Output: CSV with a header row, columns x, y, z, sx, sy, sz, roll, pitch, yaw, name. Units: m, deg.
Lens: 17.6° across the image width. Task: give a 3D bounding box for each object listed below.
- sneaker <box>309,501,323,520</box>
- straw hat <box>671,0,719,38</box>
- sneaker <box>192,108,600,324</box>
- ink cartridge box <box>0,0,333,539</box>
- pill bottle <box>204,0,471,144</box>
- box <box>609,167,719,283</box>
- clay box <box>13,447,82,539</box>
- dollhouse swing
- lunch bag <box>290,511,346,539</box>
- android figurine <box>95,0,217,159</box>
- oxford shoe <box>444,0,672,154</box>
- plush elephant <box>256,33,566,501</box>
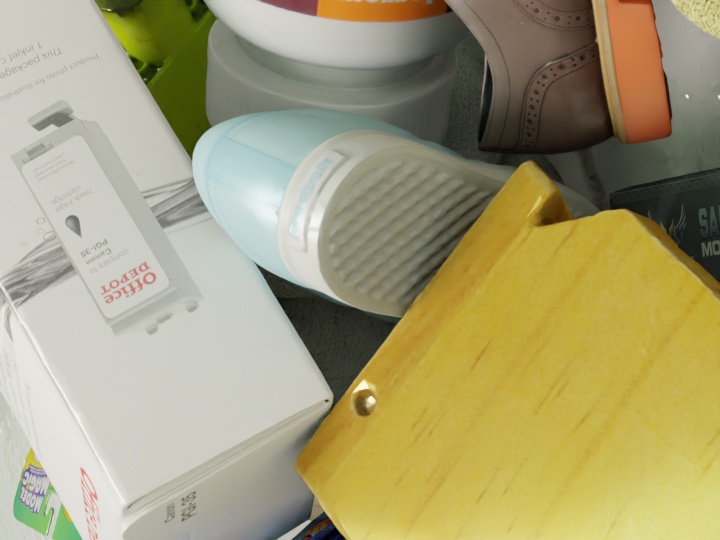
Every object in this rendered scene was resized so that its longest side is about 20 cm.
x,y,z,sx,sy,sz,roll,pitch,yaw,name
-0.011,0.068,1.061,0.200,0.070,0.076,11,103,61,sneaker
0.123,-0.105,0.642,0.201,0.085,0.201,34,146,28,straw hat
0.019,-0.015,0.789,0.082,0.200,0.074,29,90,35,sneaker
-0.095,0.006,0.818,0.200,0.083,0.147,58,165,17,ink cartridge box
-0.002,-0.140,0.806,0.110,0.109,0.200,49,141,47,pill bottle
0.159,0.038,0.737,0.200,0.051,0.158,-12,87,64,box
-0.101,0.045,1.151,0.115,0.048,0.200,11,77,63,clay box
0.111,0.103,0.747,0.182,0.176,0.200,-53,54,16,dollhouse swing
-0.039,0.156,0.854,0.094,0.200,0.151,43,126,-5,lunch bag
-0.040,-0.087,0.972,0.041,0.182,0.200,29,163,33,android figurine
0.045,-0.122,0.724,0.071,0.072,0.200,-88,-17,-62,oxford shoe
0.000,0.000,0.921,0.200,0.155,0.165,56,144,42,plush elephant
